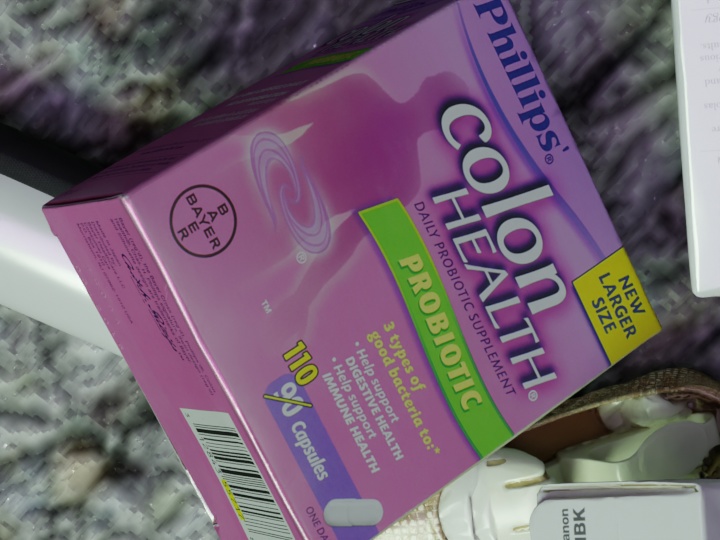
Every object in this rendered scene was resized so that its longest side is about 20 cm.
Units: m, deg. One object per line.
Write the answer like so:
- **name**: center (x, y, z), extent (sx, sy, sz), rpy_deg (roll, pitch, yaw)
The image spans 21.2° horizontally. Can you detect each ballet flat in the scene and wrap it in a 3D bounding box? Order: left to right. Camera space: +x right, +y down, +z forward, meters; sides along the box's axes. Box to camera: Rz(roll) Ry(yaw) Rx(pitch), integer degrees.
- **ballet flat**: center (0.090, 0.090, 0.872), extent (0.200, 0.065, 0.071), rpy_deg (-21, 97, -17)

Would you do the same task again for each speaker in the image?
- **speaker**: center (-0.118, -0.004, 0.907), extent (0.200, 0.081, 0.081), rpy_deg (24, 110, 1)

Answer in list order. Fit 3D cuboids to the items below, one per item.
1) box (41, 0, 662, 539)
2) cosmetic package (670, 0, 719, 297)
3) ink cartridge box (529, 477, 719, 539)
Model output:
- **box**: center (0.000, 0.000, 0.828), extent (0.200, 0.097, 0.176), rpy_deg (-33, 104, -26)
- **cosmetic package**: center (0.169, -0.099, 0.823), extent (0.074, 0.102, 0.200), rpy_deg (-5, 109, 11)
- **ink cartridge box**: center (0.166, 0.160, 0.818), extent (0.084, 0.200, 0.145), rpy_deg (-9, 81, 43)
